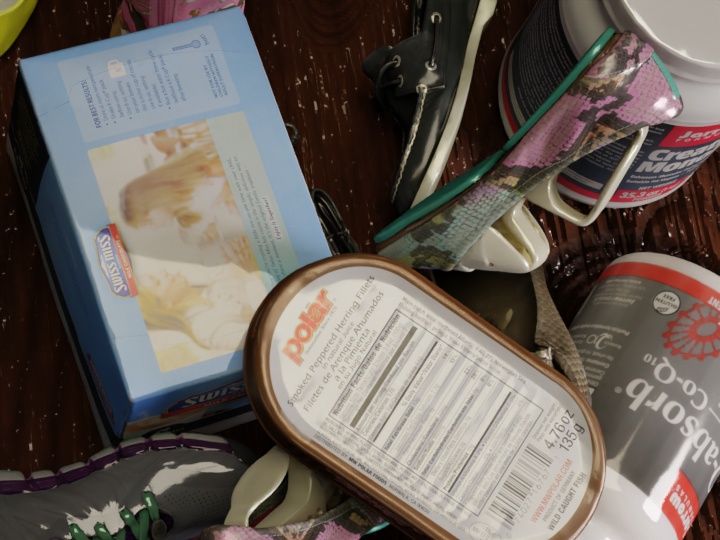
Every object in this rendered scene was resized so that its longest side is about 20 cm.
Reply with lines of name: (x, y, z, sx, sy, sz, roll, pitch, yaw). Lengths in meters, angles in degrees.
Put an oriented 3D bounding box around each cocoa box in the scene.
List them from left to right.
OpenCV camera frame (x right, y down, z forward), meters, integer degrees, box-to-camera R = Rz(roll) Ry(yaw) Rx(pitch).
cocoa box: (-0.102, -0.019, 1.092, 0.133, 0.131, 0.201, -16, 75, -17)

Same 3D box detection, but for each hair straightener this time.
hair straightener: (0.000, 0.000, 1.137, 0.041, 0.077, 0.201, -27, 79, -3)

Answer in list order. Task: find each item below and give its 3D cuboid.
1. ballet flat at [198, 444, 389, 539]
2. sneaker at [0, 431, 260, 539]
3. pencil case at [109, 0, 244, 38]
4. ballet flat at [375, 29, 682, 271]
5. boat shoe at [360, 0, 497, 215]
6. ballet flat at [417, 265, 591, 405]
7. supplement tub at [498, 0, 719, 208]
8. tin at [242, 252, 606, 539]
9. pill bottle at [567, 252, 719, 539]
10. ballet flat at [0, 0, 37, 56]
ballet flat: (-0.026, 0.119, 1.041, 0.069, 0.200, 0.072, -7, 102, 27)
sneaker: (-0.144, 0.144, 1.036, 0.199, 0.075, 0.088, -10, 37, -2)
pencil case: (-0.099, -0.184, 1.117, 0.086, 0.200, 0.083, -25, 68, -20)
ballet flat: (0.091, -0.045, 1.068, 0.071, 0.200, 0.069, 48, 30, -1)
boat shoe: (0.035, -0.122, 1.191, 0.066, 0.075, 0.200, 18, 68, -3)
ballet flat: (0.075, 0.017, 1.115, 0.067, 0.046, 0.200, -31, 41, 7)
supplement tub: (0.169, -0.131, 1.156, 0.140, 0.200, 0.141, 4, 71, -11)
tin: (0.034, 0.071, 1.007, 0.200, 0.042, 0.112, 34, 75, -5)
pill bottle: (0.143, 0.099, 1.115, 0.116, 0.116, 0.200, 34, 68, 0)
ballet flat: (-0.201, -0.202, 1.168, 0.067, 0.067, 0.201, 31, 68, -1)
